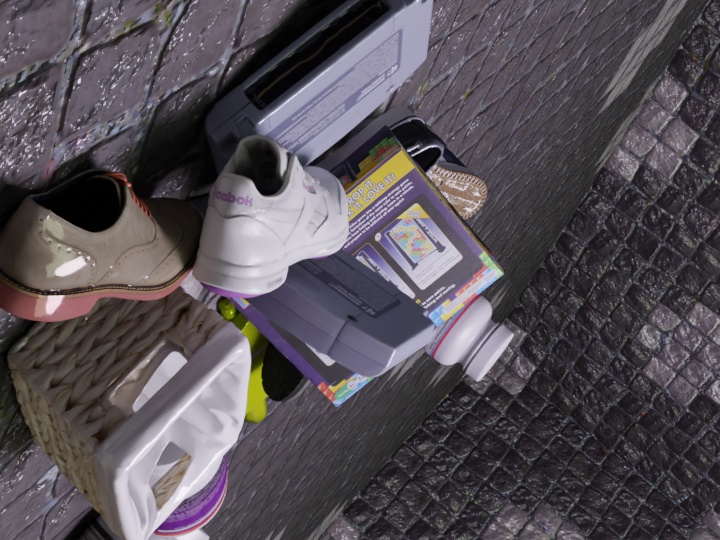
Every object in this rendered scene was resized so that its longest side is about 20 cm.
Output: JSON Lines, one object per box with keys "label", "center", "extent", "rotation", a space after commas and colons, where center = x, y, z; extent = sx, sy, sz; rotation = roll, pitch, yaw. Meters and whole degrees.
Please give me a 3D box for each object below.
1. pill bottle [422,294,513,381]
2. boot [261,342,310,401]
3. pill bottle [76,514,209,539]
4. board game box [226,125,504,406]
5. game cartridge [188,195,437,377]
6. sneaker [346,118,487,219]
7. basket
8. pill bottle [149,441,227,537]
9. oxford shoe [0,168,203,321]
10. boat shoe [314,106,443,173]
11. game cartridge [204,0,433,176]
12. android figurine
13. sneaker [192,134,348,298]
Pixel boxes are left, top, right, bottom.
{"label": "pill bottle", "center": [0.108, 0.056, 1.660], "extent": [0.109, 0.199, 0.109], "rotation": [-49, 168, -14]}
{"label": "boot", "center": [-0.002, 0.055, 1.197], "extent": [0.130, 0.068, 0.201], "rotation": [19, 109, -45]}
{"label": "pill bottle", "center": [-0.255, 0.323, 1.249], "extent": [0.200, 0.116, 0.117], "rotation": [-49, 168, -12]}
{"label": "board game box", "center": [0.000, 0.000, 1.073], "extent": [0.199, 0.166, 0.057], "rotation": [-38, -152, 8]}
{"label": "game cartridge", "center": [-0.042, 0.007, 0.940], "extent": [0.041, 0.199, 0.133], "rotation": [-58, 166, 16]}
{"label": "sneaker", "center": [0.037, -0.120, 1.230], "extent": [0.199, 0.109, 0.070], "rotation": [22, 111, -47]}
{"label": "basket", "center": [-0.170, 0.096, 0.898], "extent": [0.136, 0.123, 0.201], "rotation": [-46, 166, -25]}
{"label": "pill bottle", "center": [-0.177, 0.168, 1.107], "extent": [0.113, 0.112, 0.201], "rotation": [-47, 168, -22]}
{"label": "oxford shoe", "center": [-0.149, -0.026, 0.759], "extent": [0.075, 0.070, 0.200], "rotation": [-64, 167, 22]}
{"label": "boat shoe", "center": [-0.009, -0.062, 1.107], "extent": [0.199, 0.068, 0.072], "rotation": [-39, 148, -5]}
{"label": "game cartridge", "center": [-0.030, -0.134, 0.913], "extent": [0.199, 0.041, 0.133], "rotation": [-40, 162, -12]}
{"label": "android figurine", "center": [-0.100, 0.076, 1.228], "extent": [0.181, 0.041, 0.201], "rotation": [-39, 150, -18]}
{"label": "sneaker", "center": [-0.052, -0.052, 0.861], "extent": [0.200, 0.074, 0.101], "rotation": [-48, 148, -65]}
